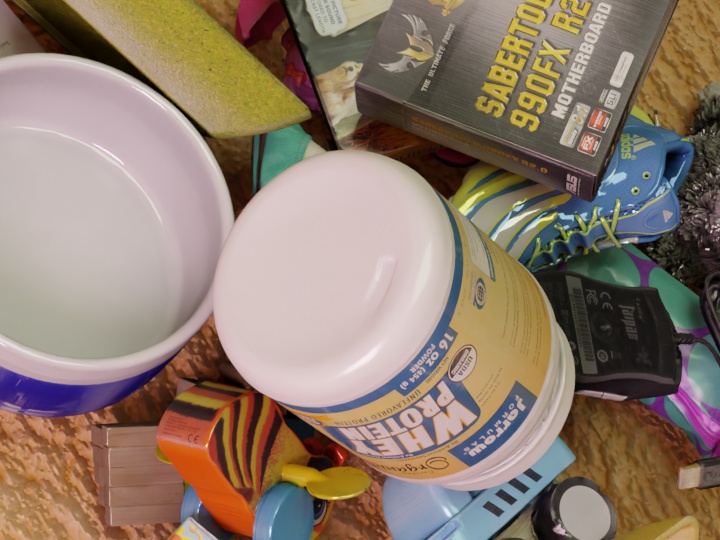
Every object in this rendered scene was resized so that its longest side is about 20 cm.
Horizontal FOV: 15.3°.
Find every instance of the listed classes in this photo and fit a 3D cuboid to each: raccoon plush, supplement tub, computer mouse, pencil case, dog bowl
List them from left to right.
[{"bbox_3d":[-0.177,-0.020,1.537,0.199,0.079,0.201,11,61,-21],"label":"dog bowl"},{"bbox_3d":[0.024,0.034,1.492,0.200,0.144,0.145,38,41,-52],"label":"supplement tub"},{"bbox_3d":[0.175,0.036,1.736,0.200,0.085,0.092,37,34,-1],"label":"pencil case"},{"bbox_3d":[0.167,0.072,1.643,0.199,0.046,0.141,1,68,-36],"label":"computer mouse"},{"bbox_3d":[0.261,-0.074,1.793,0.097,0.134,0.201,31,52,-33],"label":"raccoon plush"}]

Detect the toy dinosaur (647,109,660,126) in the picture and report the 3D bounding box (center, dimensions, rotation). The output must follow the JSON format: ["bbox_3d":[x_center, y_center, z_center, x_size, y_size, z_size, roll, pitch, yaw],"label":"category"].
[{"bbox_3d":[0.148,-0.085,1.807,0.101,0.058,0.200,-5,44,-25],"label":"toy dinosaur"}]

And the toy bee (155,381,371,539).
[{"bbox_3d":[-0.056,0.120,1.526,0.131,0.200,0.109,23,55,13],"label":"toy bee"}]

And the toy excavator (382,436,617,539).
[{"bbox_3d":[0.065,0.104,1.627,0.200,0.100,0.194,50,54,1],"label":"toy excavator"}]

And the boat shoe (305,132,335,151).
[{"bbox_3d":[0.000,0.000,1.682,0.065,0.073,0.201,-2,64,-20],"label":"boat shoe"}]

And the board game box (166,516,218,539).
[{"bbox_3d":[-0.128,0.251,1.461,0.103,0.105,0.200,40,53,1],"label":"board game box"}]

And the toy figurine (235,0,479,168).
[{"bbox_3d":[0.008,-0.140,1.742,0.183,0.150,0.201,7,63,-8],"label":"toy figurine"}]

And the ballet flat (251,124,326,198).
[{"bbox_3d":[-0.039,-0.032,1.620,0.070,0.068,0.200,3,39,2],"label":"ballet flat"}]

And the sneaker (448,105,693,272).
[{"bbox_3d":[0.131,-0.041,1.638,0.105,0.076,0.200,17,48,37],"label":"sneaker"}]

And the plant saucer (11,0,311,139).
[{"bbox_3d":[-0.144,-0.147,1.615,0.200,0.200,0.048,42,80,-22],"label":"plant saucer"}]

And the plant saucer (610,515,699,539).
[{"bbox_3d":[0.113,0.253,1.549,0.200,0.201,0.048,-28,40,-35],"label":"plant saucer"}]

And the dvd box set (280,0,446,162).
[{"bbox_3d":[0.061,-0.155,1.673,0.199,0.029,0.147,-18,76,-4],"label":"dvd box set"}]

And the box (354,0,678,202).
[{"bbox_3d":[0.107,-0.161,1.627,0.158,0.048,0.201,22,73,9],"label":"box"}]

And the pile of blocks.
[{"bbox_3d":[-0.075,0.089,1.595,0.200,0.062,0.082,-28,104,-17],"label":"pile of blocks"}]

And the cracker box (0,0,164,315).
[{"bbox_3d":[-0.226,-0.068,1.624,0.134,0.058,0.200,-36,81,-35],"label":"cracker box"}]
